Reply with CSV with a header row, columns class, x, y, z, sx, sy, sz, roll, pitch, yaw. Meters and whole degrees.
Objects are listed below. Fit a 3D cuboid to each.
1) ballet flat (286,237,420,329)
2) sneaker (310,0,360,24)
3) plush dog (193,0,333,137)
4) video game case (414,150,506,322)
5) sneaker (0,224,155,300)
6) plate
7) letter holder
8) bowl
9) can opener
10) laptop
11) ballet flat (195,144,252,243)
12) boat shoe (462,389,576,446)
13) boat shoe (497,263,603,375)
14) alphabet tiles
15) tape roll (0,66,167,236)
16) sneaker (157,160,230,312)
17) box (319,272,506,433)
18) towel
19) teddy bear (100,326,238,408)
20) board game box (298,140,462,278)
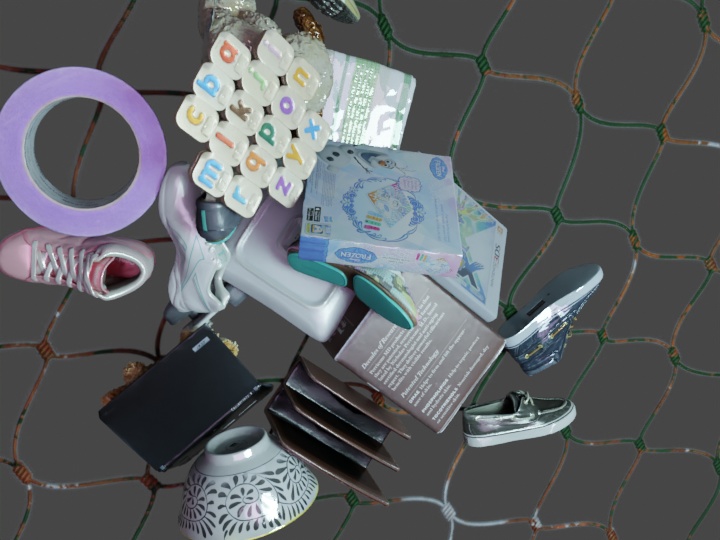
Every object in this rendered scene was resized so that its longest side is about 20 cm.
class,x,y,z,sx,sy,sz,roll,pitch,yaw
ballet flat,0.000,0.000,0.918,0.071,0.198,0.070,-53,157,-28
sneaker,-0.049,-0.419,0.944,0.089,0.077,0.201,-43,113,-13
plush dog,-0.114,-0.254,0.915,0.169,0.160,0.203,2,101,-23
video game case,0.132,-0.051,1.043,0.199,0.184,0.022,37,135,-21
sneaker,-0.362,-0.010,0.922,0.197,0.105,0.077,4,104,-17
plate,-0.078,-0.038,0.984,0.199,0.032,0.201,32,79,1
letter holder,-0.025,0.237,1.060,0.199,0.142,0.101,35,91,-21
bowl,-0.163,0.276,0.999,0.198,0.201,0.096,-14,103,-13
can opener,-0.182,0.019,1.010,0.199,0.053,0.067,-39,110,-6
laptop,-0.226,0.176,0.989,0.177,0.200,0.104,-39,82,-5
ballet flat,-0.157,-0.119,0.917,0.072,0.201,0.074,9,133,10
boat shoe,0.261,0.233,1.186,0.197,0.071,0.065,-12,107,-12
boat shoe,0.319,0.079,1.173,0.199,0.071,0.091,-38,111,2
alphabet tiles,-0.120,-0.170,0.848,0.195,0.014,0.202,34,78,-43
tape roll,-0.343,-0.148,0.906,0.197,0.085,0.203,-4,103,-15
sneaker,-0.205,-0.040,0.934,0.079,0.070,0.203,7,112,25
box,0.063,0.089,1.041,0.199,0.166,0.165,37,91,-20
towel,-0.031,-0.225,1.018,0.197,0.031,0.151,12,97,-17
teddy bear,-0.254,0.151,0.986,0.198,0.145,0.067,-31,65,-7
board game box,0.025,-0.085,0.935,0.196,0.202,0.044,6,134,-4
